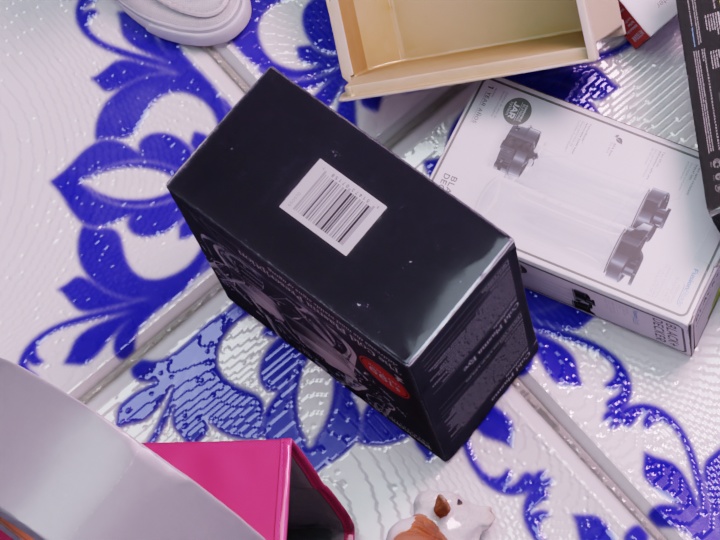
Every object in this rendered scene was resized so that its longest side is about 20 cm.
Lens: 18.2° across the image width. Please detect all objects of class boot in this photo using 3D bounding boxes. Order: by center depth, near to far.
[{"bbox_3d":[-0.168,-0.235,1.583,0.199,0.096,0.074,32,76,20],"label":"boot"}]

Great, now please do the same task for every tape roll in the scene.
[{"bbox_3d":[-0.132,0.127,1.155,0.200,0.200,0.066,30,75,20],"label":"tape roll"}]

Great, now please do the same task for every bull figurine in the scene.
[{"bbox_3d":[0.039,0.206,1.346,0.122,0.200,0.065,49,121,10],"label":"bull figurine"}]

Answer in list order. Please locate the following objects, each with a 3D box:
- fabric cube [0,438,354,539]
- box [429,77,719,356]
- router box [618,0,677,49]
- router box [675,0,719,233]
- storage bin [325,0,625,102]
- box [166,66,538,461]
[{"bbox_3d":[-0.120,0.221,1.333,0.198,0.200,0.198,-3,68,11],"label":"fabric cube"},{"bbox_3d":[0.148,-0.038,1.465,0.199,0.060,0.117,21,73,18],"label":"box"},{"bbox_3d":[0.207,-0.283,1.527,0.200,0.049,0.180,-39,90,-7],"label":"router box"},{"bbox_3d":[0.281,-0.130,1.397,0.149,0.062,0.201,-13,66,20],"label":"router box"},{"bbox_3d":[0.056,-0.229,1.469,0.197,0.094,0.201,-7,103,25],"label":"storage bin"},{"bbox_3d":[0.000,0.000,1.410,0.200,0.182,0.104,36,78,22],"label":"box"}]
